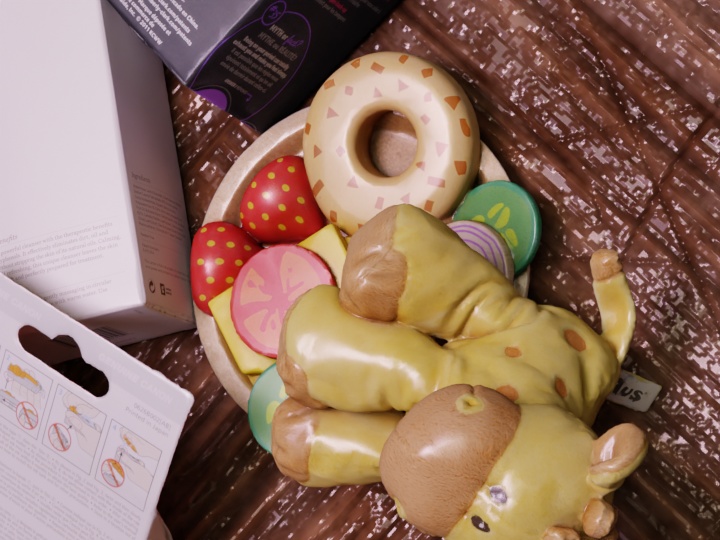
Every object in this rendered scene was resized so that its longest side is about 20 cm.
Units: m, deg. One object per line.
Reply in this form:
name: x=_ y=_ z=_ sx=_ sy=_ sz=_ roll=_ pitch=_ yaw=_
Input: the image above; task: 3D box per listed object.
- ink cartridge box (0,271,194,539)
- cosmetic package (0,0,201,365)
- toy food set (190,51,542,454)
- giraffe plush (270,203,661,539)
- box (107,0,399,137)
ink cartridge box: x=-0.164 y=0.107 z=1.182 sx=0.161 sy=0.050 sz=0.201 roll=30 pitch=115 yaw=22
cosmetic package: x=-0.162 y=-0.060 z=1.230 sx=0.107 sy=0.085 sz=0.202 roll=-13 pitch=76 yaw=18
toy food set: x=0.000 y=0.000 z=1.180 sx=0.199 sy=0.049 sz=0.199 roll=-33 pitch=71 yaw=12
giraffe plush: x=0.059 y=0.085 z=1.050 sx=0.198 sy=0.163 sz=0.174 roll=5 pitch=120 yaw=-6
box: x=-0.034 y=-0.188 z=1.185 sx=0.200 sy=0.122 sz=0.106 roll=-45 pitch=68 yaw=7
